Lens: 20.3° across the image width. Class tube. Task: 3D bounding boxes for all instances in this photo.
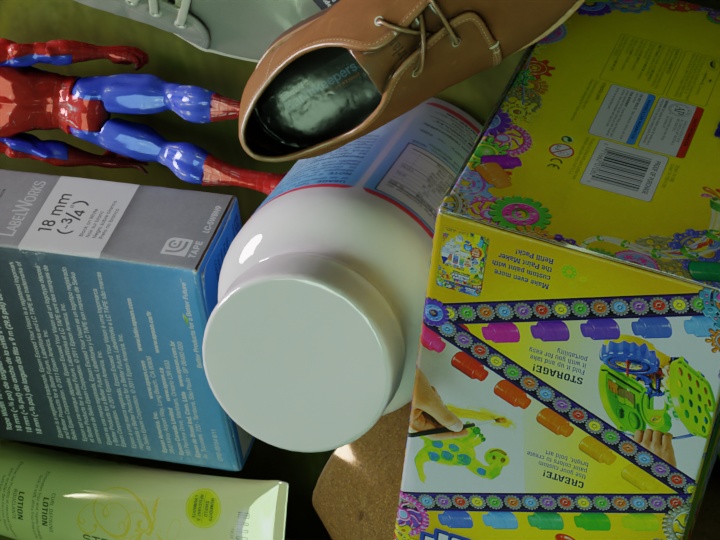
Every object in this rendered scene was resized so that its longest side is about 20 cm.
[{"bbox_3d":[-0.121,0.130,1.063,0.199,0.052,0.058,10,140,32],"label":"tube"}]

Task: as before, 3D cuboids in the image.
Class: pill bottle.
[{"bbox_3d":[0.000,0.000,0.912,0.108,0.200,0.109,7,115,15],"label":"pill bottle"}]

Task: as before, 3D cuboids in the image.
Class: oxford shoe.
[{"bbox_3d":[0.031,-0.100,0.794,0.200,0.071,0.071,-37,100,26],"label":"oxford shoe"},{"bbox_3d":[-0.093,-0.144,0.959,0.199,0.058,0.075,22,116,5],"label":"oxford shoe"}]

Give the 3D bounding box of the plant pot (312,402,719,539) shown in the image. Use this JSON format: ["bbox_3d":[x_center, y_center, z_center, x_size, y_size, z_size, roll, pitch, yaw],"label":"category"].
[{"bbox_3d":[0.082,0.138,0.979,0.200,0.186,0.187,38,120,15],"label":"plant pot"}]

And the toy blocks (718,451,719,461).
[{"bbox_3d":[0.286,0.074,0.915,0.137,0.100,0.200,32,123,-30],"label":"toy blocks"}]

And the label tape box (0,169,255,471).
[{"bbox_3d":[-0.155,0.022,1.027,0.199,0.063,0.145,7,134,14],"label":"label tape box"}]

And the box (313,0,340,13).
[{"bbox_3d":[0.069,-0.183,0.853,0.200,0.122,0.106,-38,99,27],"label":"box"}]

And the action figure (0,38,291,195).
[{"bbox_3d":[-0.126,-0.078,1.002,0.199,0.052,0.066,11,112,9],"label":"action figure"}]

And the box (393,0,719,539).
[{"bbox_3d":[0.108,0.013,0.865,0.122,0.200,0.193,16,129,12],"label":"box"}]

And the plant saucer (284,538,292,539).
[{"bbox_3d":[-0.019,0.225,1.076,0.200,0.037,0.201,27,132,34],"label":"plant saucer"}]

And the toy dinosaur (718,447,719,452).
[{"bbox_3d":[0.228,-0.001,0.843,0.086,0.136,0.200,28,116,10],"label":"toy dinosaur"}]
